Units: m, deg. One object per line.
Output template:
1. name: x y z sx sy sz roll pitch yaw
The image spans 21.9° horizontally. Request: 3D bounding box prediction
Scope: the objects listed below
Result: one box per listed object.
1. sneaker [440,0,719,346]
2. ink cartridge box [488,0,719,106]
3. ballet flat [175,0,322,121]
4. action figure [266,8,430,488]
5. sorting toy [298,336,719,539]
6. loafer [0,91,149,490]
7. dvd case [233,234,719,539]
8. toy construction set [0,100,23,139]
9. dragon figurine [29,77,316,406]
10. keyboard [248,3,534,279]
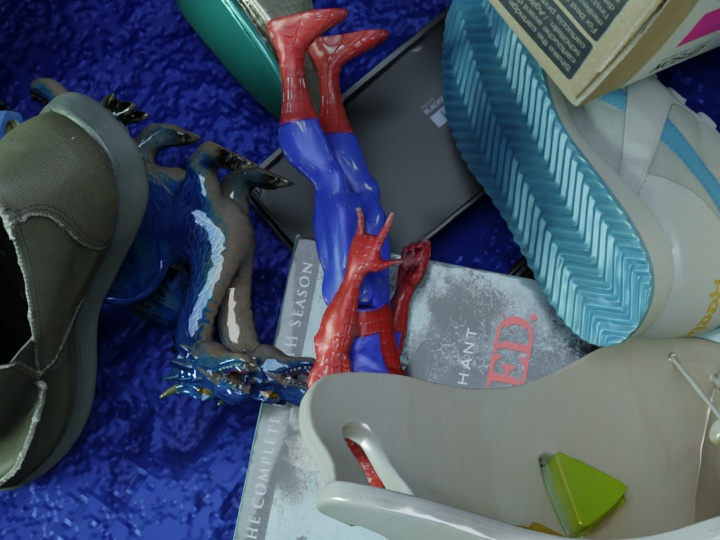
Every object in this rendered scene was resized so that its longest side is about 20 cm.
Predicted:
1. sneaker: 0.095 -0.056 0.756 0.081 0.077 0.200 -1 56 -32
2. ink cartridge box: 0.116 -0.171 0.752 0.200 0.075 0.165 -24 71 -39
3. ballet flat: -0.065 -0.146 0.815 0.062 0.067 0.200 -38 73 -17
4. action figure: 0.000 0.000 0.729 0.052 0.065 0.200 -7 83 18
5. sorting toy: 0.068 0.082 0.641 0.180 0.200 0.107 17 102 -8
6. loafer: -0.143 0.017 0.721 0.075 0.200 0.070 41 43 22
7. dvd case: 0.057 0.074 0.757 0.200 0.022 0.146 11 83 8
8. toy construction set: -0.195 -0.068 0.744 0.092 0.131 0.200 12 52 39
9. dragon figurine: -0.094 -0.014 0.767 0.200 0.059 0.100 27 91 27
10. keyboard: 0.062 -0.054 0.803 0.200 0.021 0.127 -40 74 -5
